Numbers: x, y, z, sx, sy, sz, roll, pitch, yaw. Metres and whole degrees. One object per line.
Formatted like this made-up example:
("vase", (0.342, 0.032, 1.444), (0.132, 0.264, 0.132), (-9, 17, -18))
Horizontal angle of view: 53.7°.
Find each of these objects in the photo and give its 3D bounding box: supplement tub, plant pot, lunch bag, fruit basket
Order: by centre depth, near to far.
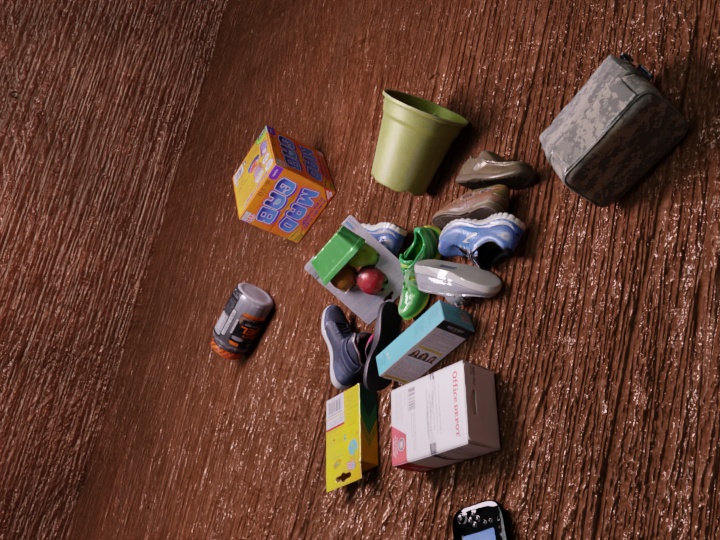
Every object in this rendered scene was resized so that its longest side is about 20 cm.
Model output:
("lunch bag", (0.389, -0.231, 1.132), (0.200, 0.138, 0.169), (-50, 37, 26))
("plant pot", (0.113, -0.272, 1.557), (0.201, 0.198, 0.186), (52, 127, 54))
("fruit basket", (0.000, 0.000, 1.567), (0.185, 0.199, 0.094), (-46, 11, 33))
("supplement tub", (-0.345, 0.148, 2.046), (0.201, 0.122, 0.123), (-60, 33, 15))

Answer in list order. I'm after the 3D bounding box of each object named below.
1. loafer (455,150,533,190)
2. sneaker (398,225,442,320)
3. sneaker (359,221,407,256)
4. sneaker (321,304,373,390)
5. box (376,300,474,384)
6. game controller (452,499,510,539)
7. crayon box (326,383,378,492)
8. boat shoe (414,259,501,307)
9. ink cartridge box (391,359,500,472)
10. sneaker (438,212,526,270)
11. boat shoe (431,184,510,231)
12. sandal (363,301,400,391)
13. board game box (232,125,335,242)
("loafer", (0.257, -0.197, 1.375), (0.199, 0.075, 0.068), (7, 84, 58))
("sneaker", (0.109, 0.001, 1.470), (0.074, 0.083, 0.202), (26, 102, 59))
("sneaker", (0.022, -0.057, 1.636), (0.199, 0.078, 0.090), (-2, 68, 56))
("sneaker", (-0.022, 0.144, 1.586), (0.146, 0.076, 0.204), (-49, 45, 47))
("box", (0.122, 0.143, 1.376), (0.200, 0.082, 0.049), (-45, 38, 32))
("game controller", (0.197, 0.467, 1.111), (0.104, 0.042, 0.202), (-39, 43, 39))
("crayon box", (-0.020, 0.356, 1.497), (0.127, 0.050, 0.202), (-35, 44, 42))
("boat shoe", (0.186, 0.030, 1.364), (0.200, 0.070, 0.072), (16, 117, 45))
("ink cartridge box", (0.147, 0.264, 1.265), (0.199, 0.082, 0.148), (-32, 47, 45))
("sneaker", (0.216, -0.048, 1.339), (0.199, 0.078, 0.090), (-12, 50, 54))
("boat shoe", (0.222, -0.119, 1.400), (0.199, 0.072, 0.068), (-7, 49, 57))
("sandal", (0.043, 0.163, 1.499), (0.045, 0.075, 0.202), (-20, 48, 47))
("board game box", (-0.220, -0.242, 2.009), (0.200, 0.198, 0.201), (-50, 36, 27))
